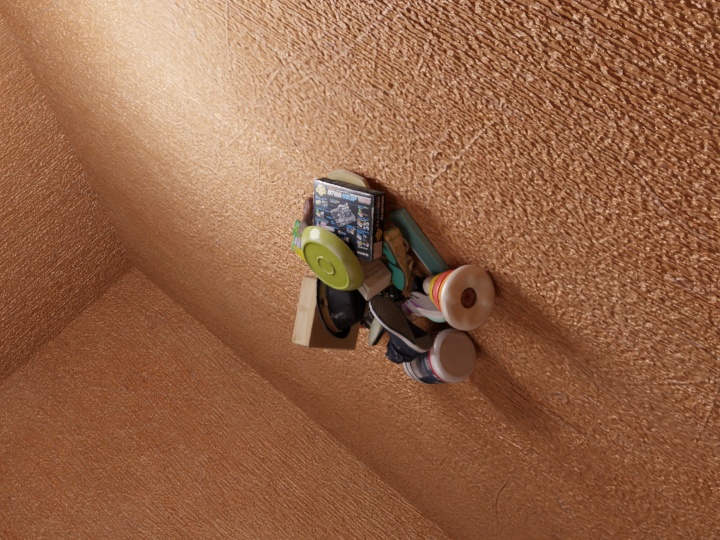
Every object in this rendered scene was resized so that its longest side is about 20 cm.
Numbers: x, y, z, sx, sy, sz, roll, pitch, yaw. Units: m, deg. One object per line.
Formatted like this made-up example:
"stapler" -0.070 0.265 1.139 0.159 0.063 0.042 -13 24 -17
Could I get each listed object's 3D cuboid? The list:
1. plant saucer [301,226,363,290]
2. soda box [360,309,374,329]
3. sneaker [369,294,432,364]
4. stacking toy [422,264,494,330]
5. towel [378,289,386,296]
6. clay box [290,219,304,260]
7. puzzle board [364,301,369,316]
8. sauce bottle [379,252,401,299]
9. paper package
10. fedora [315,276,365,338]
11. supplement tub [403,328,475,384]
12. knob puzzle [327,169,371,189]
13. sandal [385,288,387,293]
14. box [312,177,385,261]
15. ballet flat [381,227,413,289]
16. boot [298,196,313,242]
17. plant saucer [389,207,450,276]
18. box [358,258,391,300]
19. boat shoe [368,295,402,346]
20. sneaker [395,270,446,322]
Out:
"plant saucer" -0.078 -0.020 1.607 0.198 0.031 0.202 32 150 21
"soda box" 0.011 0.137 2.034 0.071 0.063 0.199 53 155 -20
"sneaker" 0.080 0.165 1.733 0.202 0.077 0.146 43 146 0
"stacking toy" 0.210 0.052 1.533 0.147 0.146 0.199 54 165 -20
"towel" 0.000 0.000 1.796 0.203 0.030 0.149 64 154 7
"clay box" -0.144 -0.057 1.996 0.199 0.048 0.115 41 155 6
"puzzle board" -0.028 0.010 1.806 0.201 0.017 0.152 51 150 30
"sauce bottle" 0.078 -0.003 1.711 0.064 0.065 0.202 26 149 34
"paper package" -0.091 0.129 1.938 0.188 0.205 0.103 8 -177 -36
"fedora" -0.041 0.077 1.739 0.090 0.202 0.202 -13 124 26
"supplement tub" 0.213 0.240 1.785 0.141 0.141 0.199 48 155 -8
"knob puzzle" -0.007 -0.176 1.614 0.219 0.030 0.222 39 152 25
"sandal" 0.027 0.041 1.864 0.205 0.059 0.080 7 137 53
"box" -0.032 -0.125 1.556 0.197 0.046 0.163 18 116 37
"ballet flat" 0.098 -0.030 1.609 0.070 0.071 0.202 25 153 35
"boot" -0.123 -0.083 1.748 0.201 0.063 0.190 -97 -9 -64
"plant saucer" 0.143 -0.063 1.576 0.201 0.019 0.070 51 155 -14
"box" -0.012 -0.029 1.665 0.200 0.082 0.069 48 158 20
"boat shoe" 0.076 0.155 1.889 0.066 0.073 0.202 15 130 -17
"sneaker" 0.143 0.060 1.697 0.197 0.078 0.141 -4 126 39
